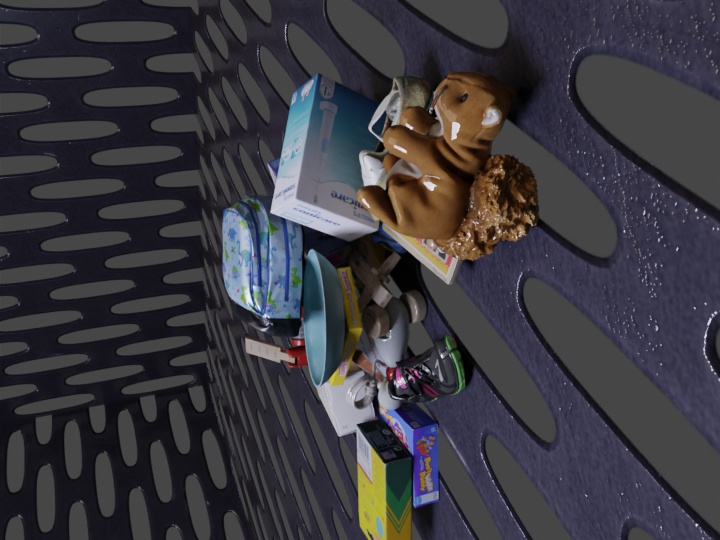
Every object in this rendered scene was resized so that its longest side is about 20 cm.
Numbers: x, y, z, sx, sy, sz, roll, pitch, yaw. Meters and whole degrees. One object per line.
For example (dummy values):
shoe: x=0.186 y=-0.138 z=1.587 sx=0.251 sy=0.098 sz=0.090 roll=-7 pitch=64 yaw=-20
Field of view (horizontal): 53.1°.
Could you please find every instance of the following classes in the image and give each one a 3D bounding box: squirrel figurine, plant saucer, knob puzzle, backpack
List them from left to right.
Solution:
backpack: x=-0.151 y=-0.017 z=1.131 sx=0.163 sy=0.152 sz=0.204 roll=27 pitch=102 yaw=62
plant saucer: x=-0.054 y=0.070 z=1.067 sx=0.200 sy=0.035 sz=0.204 roll=178 pitch=90 yaw=-76
knob puzzle: x=0.092 y=-0.111 z=0.953 sx=0.218 sy=0.030 sz=0.224 roll=0 pitch=90 yaw=58
squirrel figurine: x=0.121 y=-0.118 z=0.814 sx=0.199 sy=0.141 sz=0.187 roll=41 pitch=120 yaw=4

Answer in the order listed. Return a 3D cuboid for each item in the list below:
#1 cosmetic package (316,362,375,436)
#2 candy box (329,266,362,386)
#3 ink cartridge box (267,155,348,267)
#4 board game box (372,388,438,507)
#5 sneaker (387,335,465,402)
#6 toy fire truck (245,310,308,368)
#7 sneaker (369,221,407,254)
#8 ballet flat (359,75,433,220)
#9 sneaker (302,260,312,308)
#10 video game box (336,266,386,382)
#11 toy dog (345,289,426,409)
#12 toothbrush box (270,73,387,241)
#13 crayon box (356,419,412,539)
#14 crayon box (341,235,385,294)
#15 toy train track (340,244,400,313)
cosmetic package: x=-0.037 y=0.204 z=1.291 sx=0.200 sy=0.070 sz=0.107 roll=-139 pitch=35 yaw=-72
candy box: x=-0.031 y=0.092 z=1.113 sx=0.201 sy=0.026 sz=0.104 roll=107 pitch=153 yaw=-56
ink cartridge box: x=-0.090 y=-0.113 z=1.217 sx=0.137 sy=0.075 sz=0.202 roll=53 pitch=165 yaw=52
board game box: x=0.066 y=0.281 z=1.209 sx=0.200 sy=0.044 sz=0.137 roll=-146 pitch=51 yaw=-64
sneaker: x=0.092 y=0.154 z=1.035 sx=0.201 sy=0.082 sz=0.078 roll=119 pitch=138 yaw=-59
toy fire truck: x=-0.127 y=0.116 z=1.453 sx=0.128 sy=0.196 sz=0.180 roll=-164 pitch=67 yaw=-67
sneaker: x=0.027 y=-0.075 z=1.153 sx=0.200 sy=0.065 sz=0.080 roll=-148 pitch=54 yaw=-64
ballet flat: x=0.035 y=-0.169 z=0.985 sx=0.071 sy=0.070 sz=0.203 roll=50 pitch=123 yaw=55
sneaker: x=-0.116 y=0.024 z=1.254 sx=0.074 sy=0.081 sz=0.200 roll=51 pitch=-179 yaw=-26
video game box: x=-0.022 y=0.079 z=1.278 sx=0.184 sy=0.046 sz=0.200 roll=68 pitch=172 yaw=-24
toy dog: x=0.034 y=0.114 z=1.136 sx=0.096 sy=0.130 sz=0.203 roll=38 pitch=113 yaw=49
toothbrush box: x=-0.039 y=-0.165 z=1.080 sx=0.085 sy=0.144 sz=0.204 roll=-18 pitch=60 yaw=55
crayon box: x=0.038 y=0.366 z=1.181 sx=0.127 sy=0.050 sz=0.204 roll=-140 pitch=46 yaw=-62
crayon box: x=-0.004 y=-0.047 z=1.271 sx=0.201 sy=0.051 sz=0.128 roll=-122 pitch=31 yaw=-50
toy train track: x=0.000 y=0.000 z=1.107 sx=0.115 sy=0.032 sz=0.200 roll=-54 pitch=26 yaw=8
